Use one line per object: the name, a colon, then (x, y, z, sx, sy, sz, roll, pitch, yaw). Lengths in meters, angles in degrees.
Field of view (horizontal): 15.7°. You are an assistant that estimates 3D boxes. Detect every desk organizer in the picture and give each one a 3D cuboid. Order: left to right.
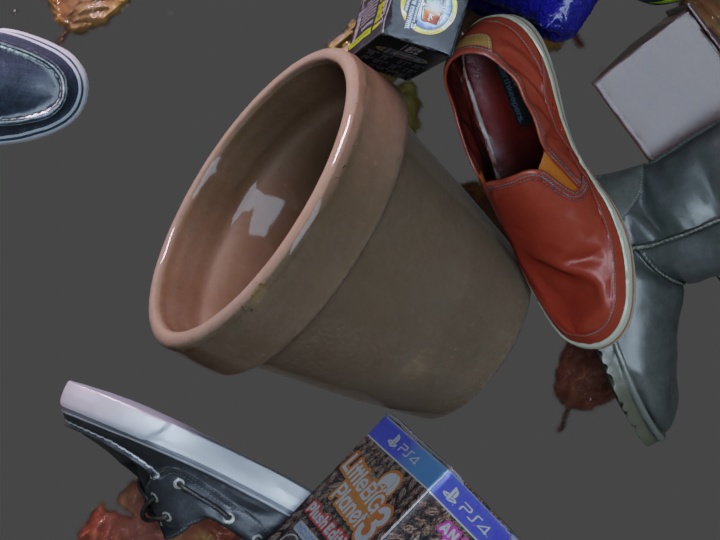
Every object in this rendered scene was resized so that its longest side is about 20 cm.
desk organizer: (0.224, -0.059, 1.593, 0.077, 0.072, 0.200, -37, 94, -2)

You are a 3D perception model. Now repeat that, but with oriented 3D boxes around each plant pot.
plant pot: (0.000, 0.000, 1.527, 0.174, 0.200, 0.201, 34, 87, -22)

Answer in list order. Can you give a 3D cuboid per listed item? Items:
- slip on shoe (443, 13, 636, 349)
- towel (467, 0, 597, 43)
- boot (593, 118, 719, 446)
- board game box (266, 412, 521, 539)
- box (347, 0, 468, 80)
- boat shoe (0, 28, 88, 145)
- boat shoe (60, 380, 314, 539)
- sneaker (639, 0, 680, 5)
slip on shoe: (0.098, -0.047, 1.486, 0.074, 0.061, 0.201, -18, 95, 36)
towel: (0.135, -0.233, 1.544, 0.049, 0.148, 0.201, 31, 89, -20)
boot: (0.224, -0.009, 1.533, 0.199, 0.073, 0.183, -19, 99, 4)
board game box: (0.013, 0.217, 1.534, 0.200, 0.097, 0.160, -45, 118, -4)
box: (0.042, -0.198, 1.509, 0.044, 0.200, 0.161, 16, 88, -6)
boat shoe: (-0.260, -0.115, 1.534, 0.199, 0.091, 0.071, 7, 90, -6)
boat shoe: (-0.098, 0.134, 1.568, 0.199, 0.070, 0.067, 28, 86, -13)
sneaker: (0.212, -0.253, 1.571, 0.074, 0.081, 0.201, 32, 94, 24)
